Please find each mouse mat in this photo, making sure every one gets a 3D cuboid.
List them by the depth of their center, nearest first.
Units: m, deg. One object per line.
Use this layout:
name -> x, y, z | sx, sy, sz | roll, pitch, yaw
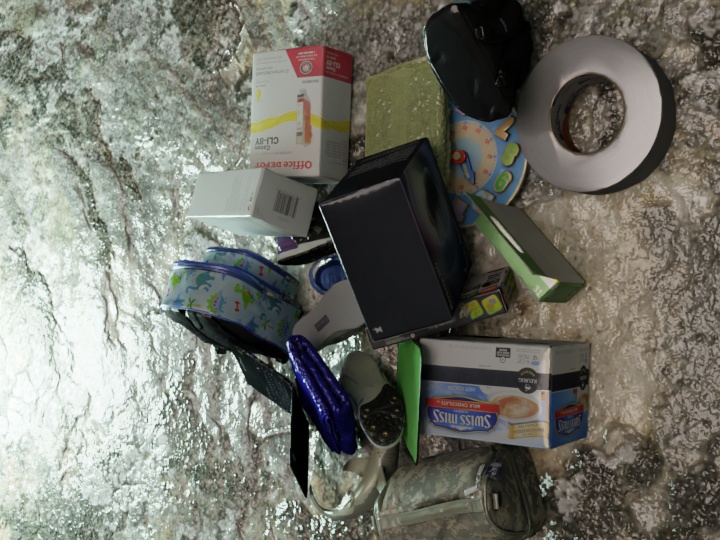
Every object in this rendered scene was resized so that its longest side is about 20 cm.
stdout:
mouse mat -> 0.067, 0.167, 1.421 | 0.007, 0.200, 0.163 | 1, 100, -7

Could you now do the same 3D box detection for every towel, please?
towel -> 0.069, -0.208, 1.472 | 0.147, 0.036, 0.203 | -10, 76, 38
towel -> -0.062, 0.192, 1.504 | 0.049, 0.201, 0.148 | -32, 66, -14

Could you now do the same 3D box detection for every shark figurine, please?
shark figurine -> 0.014, 0.332, 1.497 | 0.215, 0.089, 0.129 | -50, 37, 25

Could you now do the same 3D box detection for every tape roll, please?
tape roll -> 0.307, -0.201, 1.324 | 0.198, 0.066, 0.203 | 0, 90, 35

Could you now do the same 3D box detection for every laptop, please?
laptop -> -0.140, 0.227, 1.540 | 0.199, 0.178, 0.104 | 32, 69, 20

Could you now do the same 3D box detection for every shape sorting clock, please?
shape sorting clock -> 0.148, -0.162, 1.448 | 0.198, 0.039, 0.203 | 0, 90, 34

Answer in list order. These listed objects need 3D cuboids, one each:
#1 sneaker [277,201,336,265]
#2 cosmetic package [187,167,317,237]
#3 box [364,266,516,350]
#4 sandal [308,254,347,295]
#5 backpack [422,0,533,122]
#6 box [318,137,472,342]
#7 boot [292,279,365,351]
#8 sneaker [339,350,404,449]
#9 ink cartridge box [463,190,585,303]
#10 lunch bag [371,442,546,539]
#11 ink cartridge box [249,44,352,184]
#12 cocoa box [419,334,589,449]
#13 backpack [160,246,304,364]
sneaker -> -0.056, -0.071, 1.567 | 0.198, 0.075, 0.089 | -14, 76, 33
cosmetic package -> -0.172, -0.104, 1.584 | 0.199, 0.112, 0.082 | 6, 79, 50
box -> 0.112, 0.052, 1.401 | 0.198, 0.110, 0.035 | -17, 102, 20
sandal -> 0.000, 0.000, 1.519 | 0.198, 0.087, 0.080 | -20, 76, 30
backpack -> 0.162, -0.301, 1.349 | 0.153, 0.200, 0.164 | -13, 116, 45
box -> 0.055, -0.044, 1.348 | 0.122, 0.199, 0.202 | -16, 107, 21
boot -> -0.015, 0.058, 1.504 | 0.199, 0.095, 0.074 | -34, 81, 44
sneaker -> 0.019, 0.196, 1.477 | 0.201, 0.071, 0.073 | -116, 16, -56
ink cartridge box -> 0.203, -0.027, 1.311 | 0.048, 0.199, 0.146 | -47, 66, 21
lunch bag -> 0.134, 0.317, 1.373 | 0.198, 0.167, 0.141 | -20, 79, 32
ink cartridge box -> -0.094, -0.240, 1.586 | 0.144, 0.083, 0.203 | 2, 90, 34
cocoa box -> 0.191, 0.159, 1.356 | 0.198, 0.133, 0.133 | 1, 89, 34
backpack -> -0.205, 0.045, 1.589 | 0.181, 0.200, 0.149 | 4, 72, 35
